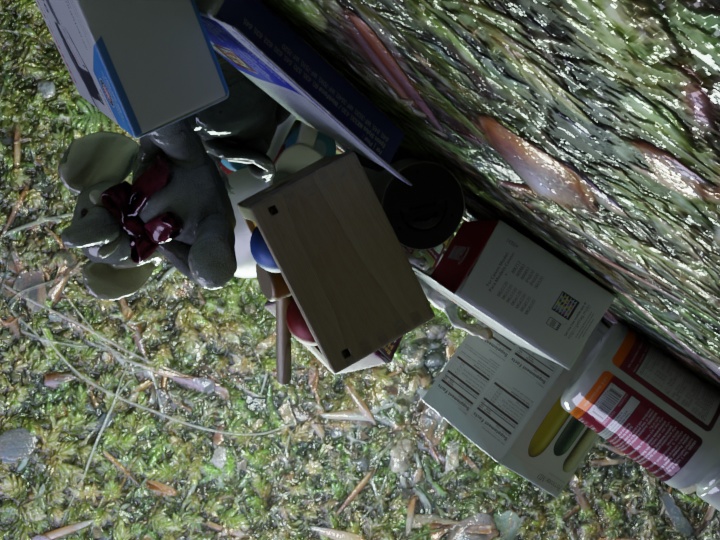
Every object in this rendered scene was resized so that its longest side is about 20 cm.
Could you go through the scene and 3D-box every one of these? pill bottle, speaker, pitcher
[{"bbox_3d":[0.317,0.154,1.124,0.199,0.110,0.110,36,180,7],"label":"pill bottle"},{"bbox_3d":[0.030,-0.074,1.051,0.081,0.081,0.200,36,180,-19],"label":"speaker"},{"bbox_3d":[-0.105,-0.087,1.231,0.120,0.173,0.200,16,158,-29],"label":"pitcher"}]

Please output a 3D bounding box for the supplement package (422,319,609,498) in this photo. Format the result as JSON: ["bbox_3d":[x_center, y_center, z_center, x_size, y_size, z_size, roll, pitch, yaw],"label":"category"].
[{"bbox_3d":[0.214,0.138,1.331,0.152,0.201,0.150,35,180,-44],"label":"supplement package"}]

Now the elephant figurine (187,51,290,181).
[{"bbox_3d":[-0.122,-0.158,1.105,0.155,0.141,0.200,53,-178,32],"label":"elephant figurine"}]

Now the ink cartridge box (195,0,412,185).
[{"bbox_3d":[-0.056,-0.163,0.873,0.197,0.047,0.200,38,177,-34],"label":"ink cartridge box"}]

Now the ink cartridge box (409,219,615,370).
[{"bbox_3d":[0.132,0.006,1.072,0.175,0.084,0.200,33,180,-5],"label":"ink cartridge box"}]

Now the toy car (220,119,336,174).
[{"bbox_3d":[-0.142,-0.096,1.395,0.175,0.202,0.184,-2,-166,-30],"label":"toy car"}]

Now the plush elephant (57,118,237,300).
[{"bbox_3d":[-0.198,-0.052,0.968,0.200,0.154,0.166,-95,-16,-83],"label":"plush elephant"}]

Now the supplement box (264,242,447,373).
[{"bbox_3d":[0.000,0.000,1.270,0.103,0.201,0.131,-17,125,46],"label":"supplement box"}]

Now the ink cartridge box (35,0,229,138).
[{"bbox_3d":[-0.193,-0.201,0.848,0.200,0.083,0.146,35,149,58],"label":"ink cartridge box"}]

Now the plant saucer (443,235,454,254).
[{"bbox_3d":[0.050,-0.086,1.426,0.200,0.035,0.200,37,180,0],"label":"plant saucer"}]

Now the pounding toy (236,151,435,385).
[{"bbox_3d":[-0.042,0.009,0.990,0.185,0.141,0.200,63,172,-9],"label":"pounding toy"}]

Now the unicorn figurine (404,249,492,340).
[{"bbox_3d":[0.115,0.017,1.236,0.137,0.074,0.199,32,-166,28],"label":"unicorn figurine"}]
